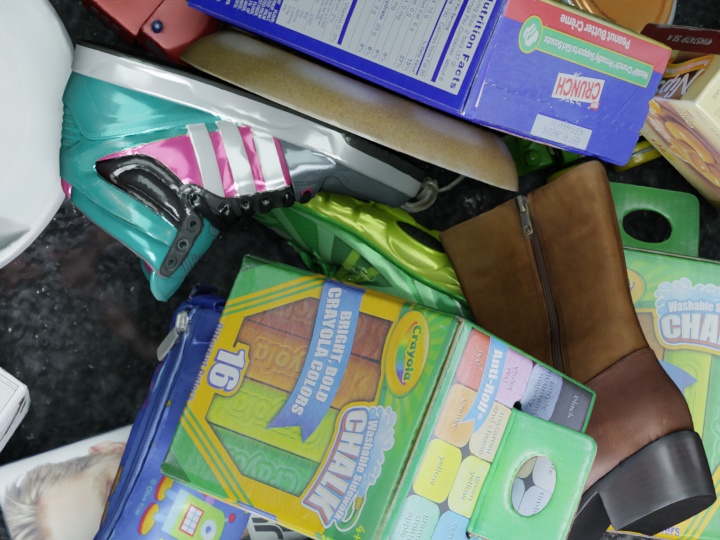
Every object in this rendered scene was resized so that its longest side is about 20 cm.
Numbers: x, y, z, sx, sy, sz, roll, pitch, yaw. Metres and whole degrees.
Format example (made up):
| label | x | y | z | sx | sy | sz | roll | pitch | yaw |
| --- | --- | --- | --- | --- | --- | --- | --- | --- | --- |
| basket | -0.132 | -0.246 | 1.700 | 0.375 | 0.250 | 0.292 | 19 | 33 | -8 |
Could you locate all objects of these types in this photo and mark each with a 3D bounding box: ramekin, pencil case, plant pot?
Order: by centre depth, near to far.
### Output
| label | x | y | z | sx | sy | sz | roll | pitch | yaw |
| --- | --- | --- | --- | --- | --- | --- | --- | --- | --- |
| pencil case | -0.093 | 0.107 | 1.230 | 0.087 | 0.078 | 0.201 | 28 | 79 | -33 |
| plant pot | -0.002 | -0.092 | 1.260 | 0.199 | 0.200 | 0.028 | 20 | 95 | -6 |
| ramekin | -0.254 | -0.081 | 1.279 | 0.202 | 0.094 | 0.203 | 1 | 85 | -8 |

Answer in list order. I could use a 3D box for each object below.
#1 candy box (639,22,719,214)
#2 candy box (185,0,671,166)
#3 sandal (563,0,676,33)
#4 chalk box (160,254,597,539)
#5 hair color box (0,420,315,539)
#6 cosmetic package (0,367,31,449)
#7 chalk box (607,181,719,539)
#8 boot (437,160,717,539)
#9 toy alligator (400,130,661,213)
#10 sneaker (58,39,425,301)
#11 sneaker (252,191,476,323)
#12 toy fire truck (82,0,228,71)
| label | x | y | z | sx | sy | sz | roll | pitch | yaw |
| --- | --- | --- | --- | --- | --- | --- | --- | --- | --- |
| candy box | 0.237 | -0.054 | 1.304 | 0.200 | 0.115 | 0.055 | 42 | 83 | -23 |
| candy box | 0.038 | -0.130 | 1.239 | 0.200 | 0.169 | 0.077 | 26 | 98 | 35 |
| sandal | 0.159 | -0.237 | 1.367 | 0.079 | 0.059 | 0.207 | 4 | 85 | -7 |
| chalk box | 0.024 | 0.086 | 1.140 | 0.124 | 0.200 | 0.125 | 29 | 79 | -46 |
| hair color box | -0.099 | 0.128 | 1.299 | 0.199 | 0.061 | 0.100 | -18 | 87 | -8 |
| cosmetic package | -0.215 | 0.086 | 1.215 | 0.051 | 0.200 | 0.083 | 36 | 82 | -3 |
| chalk box | 0.157 | 0.050 | 1.309 | 0.124 | 0.124 | 0.201 | 7 | 84 | -7 |
| boot | 0.074 | 0.063 | 1.218 | 0.188 | 0.068 | 0.200 | -31 | 64 | 27 |
| toy alligator | 0.112 | -0.075 | 1.348 | 0.199 | 0.054 | 0.059 | -20 | 88 | -9 |
| sneaker | -0.074 | -0.037 | 1.237 | 0.199 | 0.084 | 0.121 | 18 | 96 | -9 |
| sneaker | 0.000 | 0.000 | 1.313 | 0.200 | 0.074 | 0.084 | 32 | 109 | 10 |
| toy fire truck | -0.154 | -0.191 | 1.278 | 0.200 | 0.141 | 0.049 | 41 | 81 | -2 |
